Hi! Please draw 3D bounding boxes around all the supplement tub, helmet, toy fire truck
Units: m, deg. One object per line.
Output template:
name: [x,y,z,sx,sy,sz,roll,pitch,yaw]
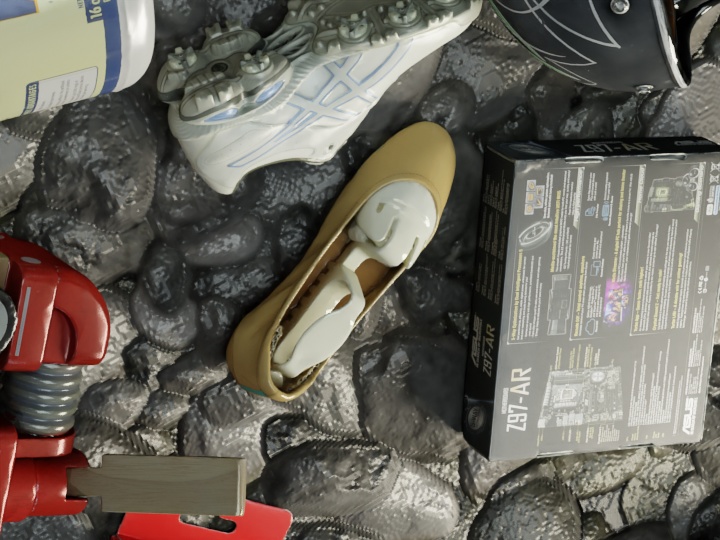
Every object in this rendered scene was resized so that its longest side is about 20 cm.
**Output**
supplement tub: [-0.221,-0.142,1.155,0.200,0.145,0.145,-17,113,-18]
helmet: [0.150,-0.206,1.270,0.191,0.200,0.200,-41,119,6]
toy fire truck: [-0.171,0.078,1.273,0.200,0.129,0.176,4,105,-37]

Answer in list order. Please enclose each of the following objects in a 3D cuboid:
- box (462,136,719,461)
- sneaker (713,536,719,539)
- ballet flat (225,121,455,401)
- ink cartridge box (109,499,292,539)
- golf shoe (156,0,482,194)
box: [0.152,0.017,1.428,0.160,0.044,0.200,-4,108,-22]
sneaker: [0.250,0.249,1.527,0.199,0.079,0.130,-37,116,-9]
ballet flat: [0.000,0.000,1.345,0.069,0.063,0.200,38,89,-29]
ink cartridge box: [-0.112,0.238,1.371,0.116,0.067,0.200,17,99,-27]
golf shoe: [-0.019,-0.113,1.307,0.200,0.078,0.097,-22,131,-10]
